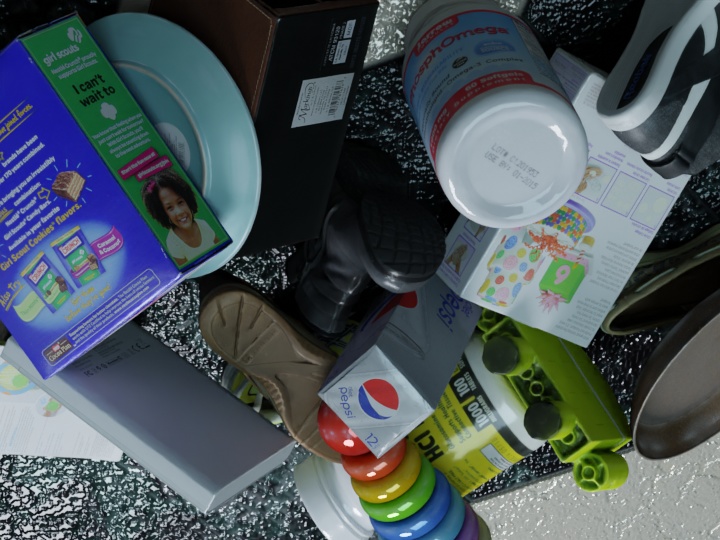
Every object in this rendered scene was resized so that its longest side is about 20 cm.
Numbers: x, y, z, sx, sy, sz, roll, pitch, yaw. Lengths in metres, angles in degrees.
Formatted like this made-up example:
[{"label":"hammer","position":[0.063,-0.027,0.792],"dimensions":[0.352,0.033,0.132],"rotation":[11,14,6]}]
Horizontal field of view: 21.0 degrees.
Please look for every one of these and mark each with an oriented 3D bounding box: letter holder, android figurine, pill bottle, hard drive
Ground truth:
[{"label":"letter holder","position":[-0.088,-0.134,1.435],"dimensions":[0.100,0.142,0.201],"rotation":[-15,132,-41]},{"label":"android figurine","position":[0.160,0.097,1.577],"dimensions":[0.041,0.183,0.200],"rotation":[-37,165,16]},{"label":"pill bottle","position":[0.090,-0.125,1.405],"dimensions":[0.108,0.200,0.109],"rotation":[-5,123,-8]},{"label":"pill bottle","position":[0.048,0.147,1.621],"dimensions":[0.199,0.113,0.113],"rotation":[-35,122,10]},{"label":"hard drive","position":[-0.160,0.099,1.479],"dimensions":[0.200,0.132,0.026],"rotation":[36,115,14]}]

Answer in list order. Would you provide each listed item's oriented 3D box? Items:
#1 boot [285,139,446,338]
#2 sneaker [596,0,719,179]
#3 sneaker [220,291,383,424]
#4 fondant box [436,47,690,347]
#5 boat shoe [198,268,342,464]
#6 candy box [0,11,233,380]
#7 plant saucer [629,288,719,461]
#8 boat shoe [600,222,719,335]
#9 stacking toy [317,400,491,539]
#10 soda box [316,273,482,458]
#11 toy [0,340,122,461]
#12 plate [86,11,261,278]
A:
[{"label":"boot","position":[0.000,0.000,1.468],"dimensions":[0.069,0.200,0.132],"rotation":[18,113,-17]},{"label":"sneaker","position":[0.259,-0.158,1.463],"dimensions":[0.112,0.073,0.201],"rotation":[44,71,-32]},{"label":"sneaker","position":[-0.014,0.081,1.588],"dimensions":[0.199,0.077,0.076],"rotation":[-24,122,1]},{"label":"fondant box","position":[0.165,-0.054,1.514],"dimensions":[0.144,0.058,0.201],"rotation":[21,104,-36]},{"label":"boat shoe","position":[-0.056,0.071,1.506],"dimensions":[0.072,0.072,0.200],"rotation":[-43,120,7]},{"label":"candy box","position":[-0.216,-0.051,1.386],"dimensions":[0.169,0.077,0.200],"rotation":[-34,92,35]},{"label":"plant saucer","position":[0.292,0.073,1.597],"dimensions":[0.199,0.032,0.201],"rotation":[-29,147,-21]},{"label":"boat shoe","position":[0.286,0.011,1.613],"dimensions":[0.199,0.063,0.074],"rotation":[-18,123,-1]},{"label":"stacking toy","position":[0.029,0.164,1.507],"dimensions":[0.085,0.086,0.200],"rotation":[-27,126,6]},{"label":"soda box","position":[0.033,0.059,1.465],"dimensions":[0.063,0.200,0.068],"rotation":[-41,96,24]},{"label":"toy","position":[-0.276,0.094,1.559],"dimensions":[0.199,0.047,0.116],"rotation":[8,125,-22]},{"label":"plate","position":[-0.157,-0.086,1.405],"dimensions":[0.026,0.200,0.201],"rotation":[-27,140,-50]}]
